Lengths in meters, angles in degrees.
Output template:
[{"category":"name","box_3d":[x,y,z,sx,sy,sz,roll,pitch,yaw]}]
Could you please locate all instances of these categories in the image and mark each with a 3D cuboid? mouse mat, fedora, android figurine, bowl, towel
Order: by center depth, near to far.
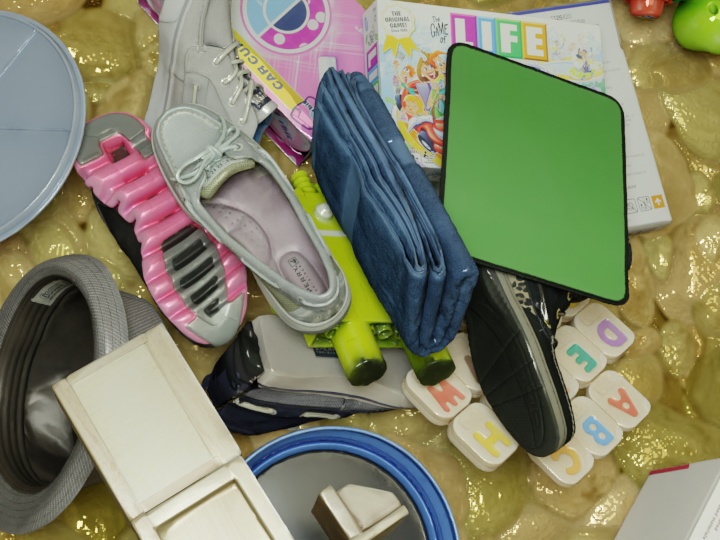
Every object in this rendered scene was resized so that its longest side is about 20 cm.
[{"category":"towel","box_3d":[0.015,-0.041,0.986,0.048,0.112,0.201,-16,57,-19]},{"category":"fedora","box_3d":[-0.201,0.089,0.988,0.090,0.176,0.201,13,99,-44]},{"category":"mouse mat","box_3d":[0.133,-0.076,1.037,0.160,0.008,0.201,17,57,-16]},{"category":"bowl","box_3d":[-0.023,0.220,1.042,0.199,0.039,0.202,3,78,-12]},{"category":"android figurine","box_3d":[0.000,0.000,1.049,0.181,0.041,0.201,4,47,-30]}]

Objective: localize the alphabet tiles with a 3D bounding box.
[{"category":"alphabet tiles","box_3d":[0.127,0.071,1.078,0.196,0.015,0.200,44,52,15]}]

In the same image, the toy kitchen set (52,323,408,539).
[{"category":"toy kitchen set","box_3d":[-0.084,0.138,0.928,0.163,0.200,0.181,-30,76,-16]}]

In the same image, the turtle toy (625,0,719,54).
[{"category":"turtle toy","box_3d":[0.260,-0.267,1.176,0.200,0.101,0.146,37,44,-2]}]

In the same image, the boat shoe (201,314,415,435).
[{"category":"boat shoe","box_3d":[-0.030,0.086,1.060,0.199,0.093,0.075,13,49,-37]}]

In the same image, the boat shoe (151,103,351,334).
[{"category":"boat shoe","box_3d":[-0.078,-0.045,0.961,0.074,0.065,0.202,-33,73,-11]}]

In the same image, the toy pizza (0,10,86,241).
[{"category":"toy pizza","box_3d":[-0.295,-0.102,1.028,0.199,0.032,0.202,-4,70,12]}]

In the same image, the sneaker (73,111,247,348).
[{"category":"sneaker","box_3d":[-0.149,-0.022,1.032,0.079,0.096,0.201,-25,71,-21]}]

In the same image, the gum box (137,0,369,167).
[{"category":"gum box","box_3d":[-0.075,-0.199,1.105,0.200,0.066,0.113,45,71,0]}]

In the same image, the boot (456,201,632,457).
[{"category":"boot","box_3d":[0.152,0.027,1.034,0.153,0.073,0.205,-12,71,-32]}]

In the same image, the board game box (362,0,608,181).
[{"category":"board game box","box_3d":[0.102,-0.137,1.091,0.198,0.034,0.136,2,76,-21]}]

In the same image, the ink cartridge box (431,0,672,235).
[{"category":"ink cartridge box","box_3d":[0.145,-0.115,1.146,0.196,0.047,0.201,-11,78,-19]}]

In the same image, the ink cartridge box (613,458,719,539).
[{"category":"ink cartridge box","box_3d":[0.315,0.237,1.060,0.199,0.145,0.085,35,73,-4]}]

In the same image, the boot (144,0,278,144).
[{"category":"boot","box_3d":[-0.100,-0.150,1.025,0.095,0.201,0.074,28,45,10]}]
